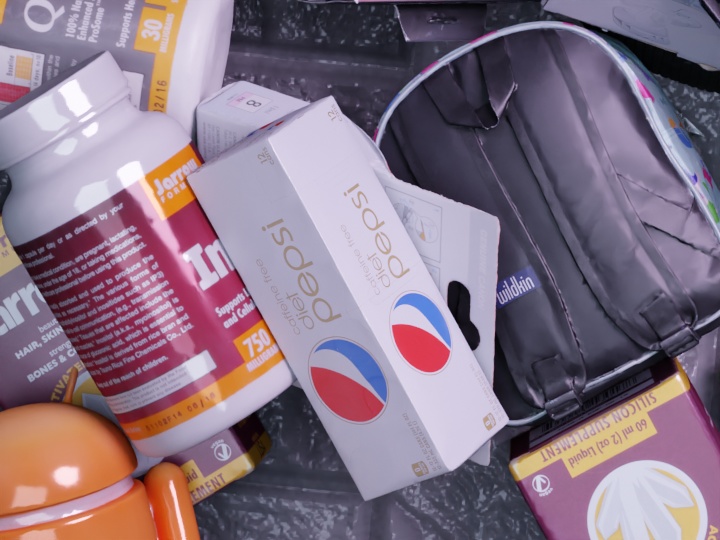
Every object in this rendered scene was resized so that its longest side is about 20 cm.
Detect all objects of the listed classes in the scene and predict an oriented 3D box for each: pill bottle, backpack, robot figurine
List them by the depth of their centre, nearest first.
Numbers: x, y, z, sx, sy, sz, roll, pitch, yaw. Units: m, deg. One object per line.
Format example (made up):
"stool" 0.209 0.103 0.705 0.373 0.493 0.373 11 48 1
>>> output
"pill bottle" -0.119 -0.010 1.589 0.113 0.113 0.200 -30 99 7
"robot figurine" -0.164 0.159 1.617 0.143 0.117 0.201 -11 98 11
"backpack" 0.106 -0.036 1.636 0.177 0.151 0.200 -30 91 14
"pill bottle" -0.178 -0.132 1.670 0.199 0.116 0.117 11 97 3

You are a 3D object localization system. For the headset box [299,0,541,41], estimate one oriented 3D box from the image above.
"headset box" 0.044 -0.226 1.630 0.148 0.075 0.201 -3 97 -28

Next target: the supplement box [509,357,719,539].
"supplement box" 0.177 0.164 1.679 0.110 0.086 0.200 -29 93 6

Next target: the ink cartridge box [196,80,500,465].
"ink cartridge box" 0.000 0.000 1.626 0.199 0.057 0.163 18 126 26

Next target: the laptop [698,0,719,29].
"laptop" 0.261 -0.179 1.484 0.177 0.103 0.200 -35 82 -20

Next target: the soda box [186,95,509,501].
"soda box" -0.006 0.016 1.560 0.068 0.064 0.200 -22 100 42

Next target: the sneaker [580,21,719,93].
"sneaker" 0.221 -0.143 1.664 0.199 0.074 0.089 16 81 1

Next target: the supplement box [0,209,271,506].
"supplement box" -0.151 0.050 1.703 0.110 0.086 0.200 -32 93 8

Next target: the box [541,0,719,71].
"box" 0.217 -0.200 1.590 0.199 0.097 0.177 18 67 -6
